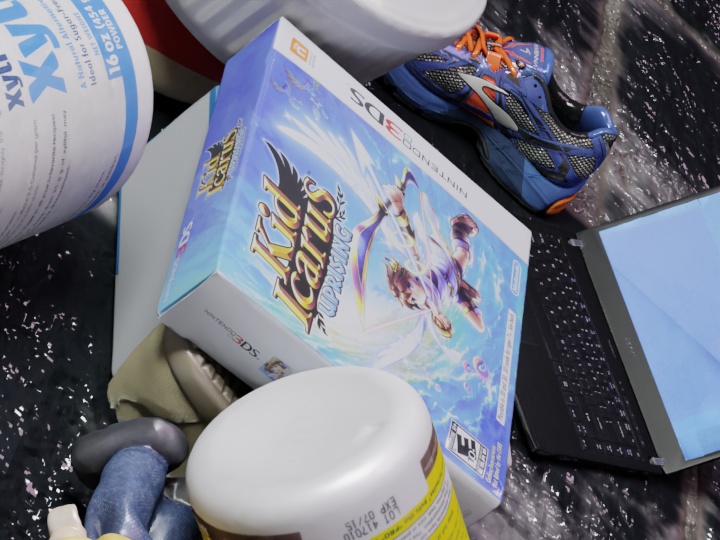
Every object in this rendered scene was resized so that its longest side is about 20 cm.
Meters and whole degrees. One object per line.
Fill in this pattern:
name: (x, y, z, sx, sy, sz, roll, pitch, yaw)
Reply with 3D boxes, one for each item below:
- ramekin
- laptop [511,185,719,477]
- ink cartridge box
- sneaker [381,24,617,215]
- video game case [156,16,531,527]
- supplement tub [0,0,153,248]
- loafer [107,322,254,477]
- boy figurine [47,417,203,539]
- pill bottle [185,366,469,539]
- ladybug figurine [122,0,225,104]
ramekin: (-0.034, -0.182, 1.254, 0.202, 0.094, 0.203, 34, 37, -31)
laptop: (0.171, 0.023, 1.454, 0.199, 0.103, 0.178, 15, 48, -46)
ink cartridge box: (-0.024, 0.023, 1.217, 0.200, 0.086, 0.147, 30, 39, -31)
sneaker: (0.082, -0.124, 1.503, 0.200, 0.078, 0.076, 38, 34, -24)
video game case: (0.000, 0.000, 1.145, 0.181, 0.045, 0.200, 39, 35, -22)
supplement tub: (-0.191, -0.064, 1.035, 0.132, 0.132, 0.200, 55, 31, 3)
loafer: (-0.048, 0.098, 1.131, 0.200, 0.068, 0.076, 57, 31, -25)
boy figurine: (-0.100, 0.160, 1.001, 0.201, 0.064, 0.125, -81, 148, -46)
pill bottle: (0.002, 0.150, 1.050, 0.109, 0.109, 0.201, -65, 142, -55)
ladybug figurine: (-0.096, -0.158, 1.309, 0.199, 0.072, 0.136, 7, 55, -50)
